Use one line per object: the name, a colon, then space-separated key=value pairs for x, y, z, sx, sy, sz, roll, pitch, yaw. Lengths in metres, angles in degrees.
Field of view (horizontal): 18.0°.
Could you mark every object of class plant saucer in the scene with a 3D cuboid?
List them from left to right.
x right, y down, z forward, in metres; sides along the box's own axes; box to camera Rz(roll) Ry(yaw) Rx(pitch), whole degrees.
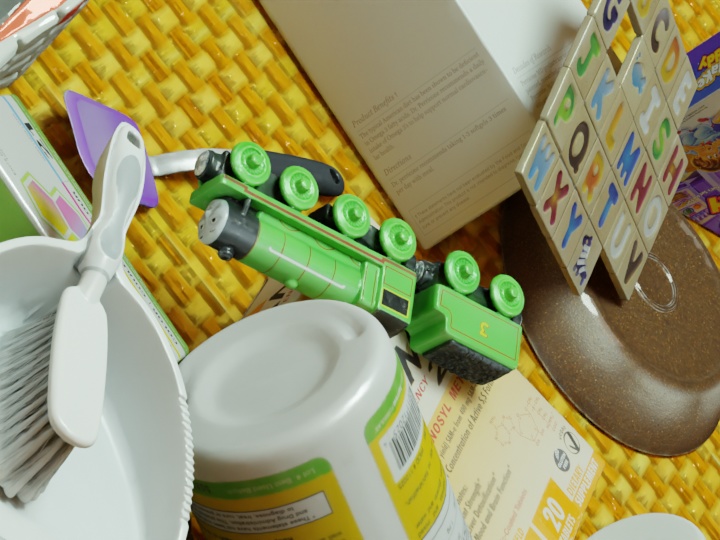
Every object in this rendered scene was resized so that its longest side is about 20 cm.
plant saucer: x=0.168 y=0.013 z=1.388 sx=0.200 sy=0.037 sz=0.202 roll=26 pitch=48 yaw=-32

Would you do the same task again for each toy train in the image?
toy train: x=0.000 y=0.000 z=1.104 sx=0.199 sy=0.042 sz=0.057 roll=26 pitch=57 yaw=-29

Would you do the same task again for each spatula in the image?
spatula: x=-0.077 y=-0.055 z=1.189 sx=0.199 sy=0.021 sz=0.057 roll=5 pitch=60 yaw=-45

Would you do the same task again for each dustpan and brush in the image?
dustpan and brush: x=-0.112 y=0.020 z=0.887 sx=0.139 sy=0.057 sz=0.201 roll=36 pitch=33 yaw=-28

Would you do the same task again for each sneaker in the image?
sneaker: x=-0.189 y=-0.128 z=1.081 sx=0.082 sy=0.077 sz=0.200 roll=45 pitch=39 yaw=-4

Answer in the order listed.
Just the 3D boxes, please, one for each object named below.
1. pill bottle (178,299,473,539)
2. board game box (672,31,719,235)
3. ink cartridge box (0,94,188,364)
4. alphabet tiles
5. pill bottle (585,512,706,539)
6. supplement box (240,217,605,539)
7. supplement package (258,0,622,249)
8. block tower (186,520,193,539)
pill bottle: x=-0.008 y=0.124 z=1.029 sx=0.201 sy=0.110 sz=0.111 roll=68 pitch=31 yaw=-30
board game box: x=0.267 y=-0.102 z=1.438 sx=0.134 sy=0.200 sz=0.045 roll=26 pitch=48 yaw=-32
ink cartridge box: x=-0.156 y=0.008 z=0.948 sx=0.148 sy=0.076 sz=0.200 roll=56 pitch=7 yaw=-1
alphabet tiles: x=0.145 y=-0.072 z=1.276 sx=0.168 sy=0.007 sz=0.200 roll=-64 pitch=150 yaw=-20
pill bottle: x=0.174 y=0.222 z=1.149 sx=0.201 sy=0.112 sz=0.113 roll=58 pitch=34 yaw=-30
supplement box: x=0.023 y=0.083 z=1.157 sx=0.200 sy=0.073 sz=0.126 roll=45 pitch=40 yaw=-13
supplement package: x=0.046 y=-0.138 z=1.297 sx=0.201 sy=0.117 sz=0.117 roll=57 pitch=39 yaw=-1
block tower: x=-0.100 y=0.191 z=0.970 sx=0.058 sy=0.054 sz=0.201 roll=19 pitch=53 yaw=-37
